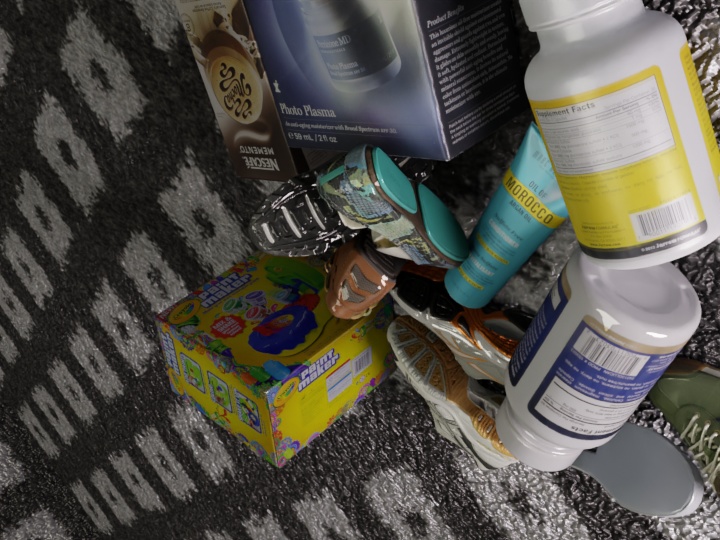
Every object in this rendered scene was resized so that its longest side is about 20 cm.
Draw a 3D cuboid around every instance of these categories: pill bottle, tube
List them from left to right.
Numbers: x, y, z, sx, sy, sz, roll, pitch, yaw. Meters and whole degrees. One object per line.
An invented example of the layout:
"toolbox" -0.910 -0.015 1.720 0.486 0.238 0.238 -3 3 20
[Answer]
"tube" 0.138 -0.040 0.821 0.077 0.050 0.200 41 140 10
"pill bottle" 0.188 0.079 0.771 0.111 0.111 0.200 40 133 20
"pill bottle" 0.182 -0.110 0.642 0.112 0.112 0.201 -2 117 51

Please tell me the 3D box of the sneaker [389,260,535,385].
"sneaker" 0.103 0.065 0.925 0.200 0.076 0.092 34 145 29

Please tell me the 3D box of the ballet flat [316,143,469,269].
"ballet flat" 0.027 -0.048 0.780 0.074 0.074 0.200 25 172 36

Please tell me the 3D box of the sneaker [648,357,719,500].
"sneaker" 0.306 0.150 0.731 0.200 0.090 0.067 34 142 29

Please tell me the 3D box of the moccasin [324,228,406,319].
"moccasin" 0.001 0.001 0.878 0.074 0.201 0.078 42 104 -11

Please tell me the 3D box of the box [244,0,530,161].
"box" 0.012 -0.209 0.758 0.200 0.123 0.199 11 126 45

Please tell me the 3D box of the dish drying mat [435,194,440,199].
"dish drying mat" 0.008 -0.069 0.973 0.200 0.018 0.077 21 135 40

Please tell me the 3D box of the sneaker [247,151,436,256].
"sneaker" -0.019 -0.070 0.848 0.074 0.200 0.079 62 154 -9

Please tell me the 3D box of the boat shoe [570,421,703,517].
"boat shoe" 0.240 0.175 0.837 0.068 0.074 0.199 20 173 -30

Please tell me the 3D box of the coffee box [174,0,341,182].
"coffee box" -0.098 -0.198 0.936 0.113 0.080 0.201 9 125 46

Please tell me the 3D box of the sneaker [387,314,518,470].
"sneaker" 0.093 0.140 0.996 0.200 0.076 0.088 48 145 11

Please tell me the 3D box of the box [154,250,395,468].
"box" -0.096 0.088 1.070 0.192 0.200 0.122 26 137 34
